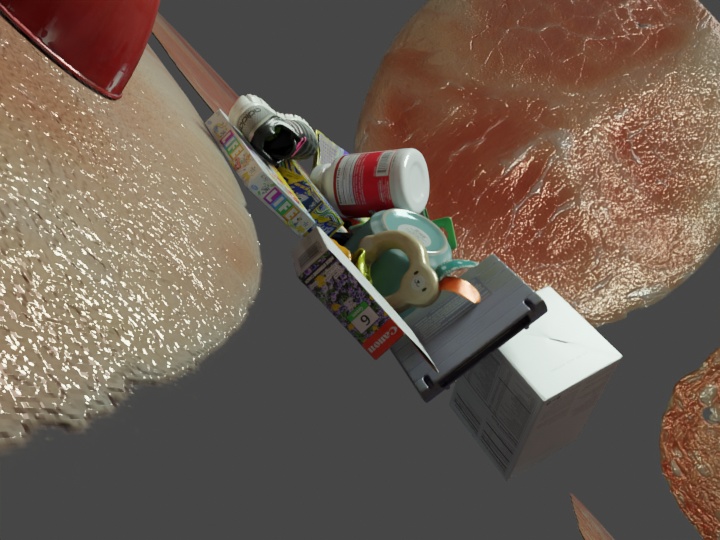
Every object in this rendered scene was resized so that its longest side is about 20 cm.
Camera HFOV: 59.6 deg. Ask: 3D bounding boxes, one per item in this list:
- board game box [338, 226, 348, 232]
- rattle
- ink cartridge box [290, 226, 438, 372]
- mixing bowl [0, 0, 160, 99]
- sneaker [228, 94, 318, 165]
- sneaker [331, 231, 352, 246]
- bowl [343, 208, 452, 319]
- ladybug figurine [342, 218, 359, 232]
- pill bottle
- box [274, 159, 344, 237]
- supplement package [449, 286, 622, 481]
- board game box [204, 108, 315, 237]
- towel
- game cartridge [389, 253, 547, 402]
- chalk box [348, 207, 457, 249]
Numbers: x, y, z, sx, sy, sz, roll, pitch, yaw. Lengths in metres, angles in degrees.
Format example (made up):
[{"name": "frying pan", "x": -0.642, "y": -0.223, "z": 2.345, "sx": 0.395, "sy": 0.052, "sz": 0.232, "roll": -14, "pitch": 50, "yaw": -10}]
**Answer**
[{"name": "board game box", "x": -0.107, "y": -0.138, "z": 1.265, "sx": 0.201, "sy": 0.046, "sz": 0.151, "roll": 51, "pitch": 4, "yaw": 22}, {"name": "rattle", "x": 0.049, "y": -0.010, "z": 0.840, "sx": 0.197, "sy": 0.131, "sz": 0.144, "roll": 15, "pitch": -29, "yaw": 38}, {"name": "ink cartridge box", "x": 0.003, "y": 0.046, "z": 0.739, "sx": 0.200, "sy": 0.050, "sz": 0.109, "roll": 49, "pitch": 3, "yaw": -20}, {"name": "mixing bowl", "x": -0.242, "y": -0.258, "z": 0.528, "sx": 0.201, "sy": 0.108, "sz": 0.200, "roll": 49, "pitch": 3, "yaw": -4}, {"name": "sneaker", "x": -0.122, "y": -0.202, "z": 0.987, "sx": 0.088, "sy": 0.074, "sz": 0.199, "roll": 54, "pitch": 17, "yaw": 22}, {"name": "sneaker", "x": 0.000, "y": 0.000, "z": 1.085, "sx": 0.078, "sy": 0.076, "sz": 0.200, "roll": 25, "pitch": 15, "yaw": -46}, {"name": "bowl", "x": 0.067, "y": -0.023, "z": 1.003, "sx": 0.197, "sy": 0.106, "sz": 0.202, "roll": 18, "pitch": 33, "yaw": -12}, {"name": "ladybug figurine", "x": -0.046, "y": -0.135, "z": 1.382, "sx": 0.134, "sy": 0.072, "sz": 0.203, "roll": 3, "pitch": -56, "yaw": 35}, {"name": "pill bottle", "x": 0.012, "y": -0.149, "z": 1.102, "sx": 0.197, "sy": 0.114, "sz": 0.112, "roll": 1, "pitch": -25, "yaw": 31}, {"name": "box", "x": -0.106, "y": -0.127, "z": 1.058, "sx": 0.070, "sy": 0.064, "sz": 0.201, "roll": 43, "pitch": 7, "yaw": -46}, {"name": "supplement package", "x": 0.244, "y": 0.164, "z": 0.917, "sx": 0.151, "sy": 0.150, "sz": 0.202, "roll": 50, "pitch": -31, "yaw": 37}, {"name": "board game box", "x": -0.155, "y": -0.150, "z": 0.960, "sx": 0.134, "sy": 0.034, "sz": 0.201, "roll": 44, "pitch": 7, "yaw": -48}, {"name": "towel", "x": -0.031, "y": -0.181, "z": 1.273, "sx": 0.199, "sy": 0.022, "sz": 0.146, "roll": 29, "pitch": 53, "yaw": -45}, {"name": "game cartridge", "x": 0.136, "y": 0.073, "z": 0.847, "sx": 0.039, "sy": 0.199, "sz": 0.130, "roll": 54, "pitch": 0, "yaw": -34}, {"name": "chalk box", "x": 0.087, "y": -0.050, "z": 1.233, "sx": 0.124, "sy": 0.196, "sz": 0.127, "roll": -64, "pitch": 140, "yaw": -85}]
